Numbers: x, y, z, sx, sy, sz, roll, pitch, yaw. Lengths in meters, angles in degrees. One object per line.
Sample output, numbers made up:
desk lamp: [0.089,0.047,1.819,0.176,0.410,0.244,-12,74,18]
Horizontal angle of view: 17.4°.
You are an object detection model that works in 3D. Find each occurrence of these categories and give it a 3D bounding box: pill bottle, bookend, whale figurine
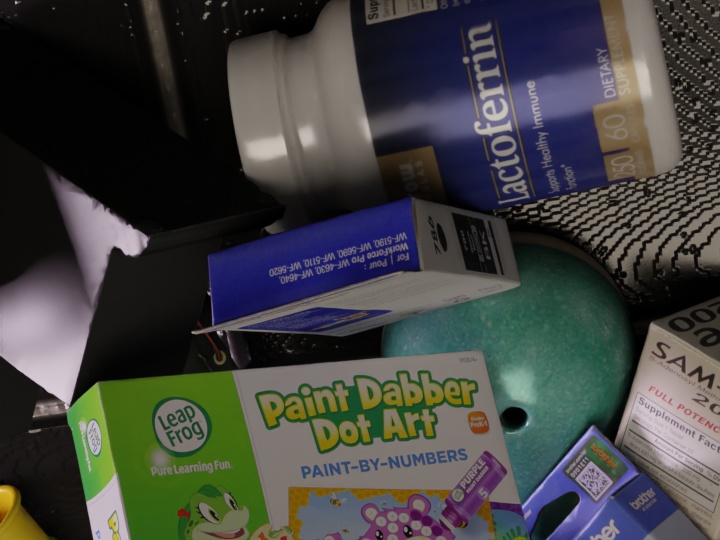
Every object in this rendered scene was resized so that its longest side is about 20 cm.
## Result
pill bottle: [0.044,-0.083,1.104,0.199,0.116,0.116,-12,116,7]
bookend: [-0.159,0.014,1.110,0.200,0.092,0.199,32,119,30]
whale figurine: [0.081,0.083,1.192,0.158,0.104,0.201,-7,114,4]

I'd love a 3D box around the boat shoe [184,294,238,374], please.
boat shoe: [-0.111,0.028,1.196,0.074,0.063,0.202,-15,107,47]

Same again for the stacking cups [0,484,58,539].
stacking cups: [-0.150,0.208,1.284,0.060,0.061,0.200,-31,113,15]

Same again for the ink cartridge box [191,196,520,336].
ink cartridge box: [0.000,0.000,1.048,0.099,0.200,0.039,-15,84,16]

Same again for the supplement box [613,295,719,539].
supplement box: [0.182,0.113,1.190,0.073,0.126,0.201,32,121,32]

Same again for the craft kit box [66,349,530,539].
craft kit box: [-0.014,0.139,1.040,0.199,0.198,0.049,-4,157,-29]

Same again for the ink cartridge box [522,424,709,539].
ink cartridge box: [0.143,0.186,1.134,0.200,0.042,0.119,48,127,14]
